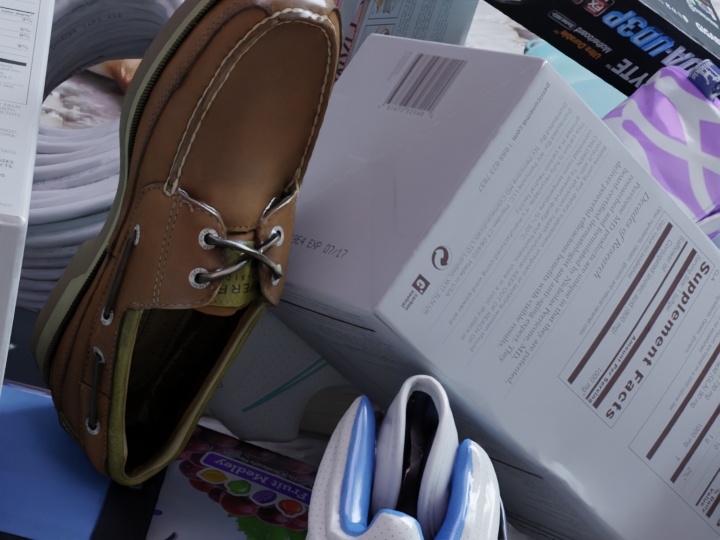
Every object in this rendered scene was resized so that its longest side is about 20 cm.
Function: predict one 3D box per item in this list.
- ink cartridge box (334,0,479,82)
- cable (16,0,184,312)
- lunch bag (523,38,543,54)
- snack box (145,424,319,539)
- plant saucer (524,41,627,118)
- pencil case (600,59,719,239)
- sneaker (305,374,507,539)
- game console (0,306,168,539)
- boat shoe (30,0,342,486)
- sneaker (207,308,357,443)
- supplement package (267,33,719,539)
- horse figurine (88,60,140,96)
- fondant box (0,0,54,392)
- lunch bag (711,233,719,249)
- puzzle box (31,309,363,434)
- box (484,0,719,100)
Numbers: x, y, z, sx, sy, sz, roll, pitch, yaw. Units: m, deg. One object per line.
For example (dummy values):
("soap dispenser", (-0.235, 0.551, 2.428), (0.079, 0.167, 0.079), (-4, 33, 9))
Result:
("ink cartridge box", (0.001, -0.111, 1.042), (0.045, 0.201, 0.176), (24, 15, 21))
("cable", (-0.113, -0.077, 0.937), (0.199, 0.069, 0.201), (-19, 51, 6))
("lunch bag", (0.177, -0.059, 1.183), (0.160, 0.077, 0.200), (4, 28, -16))
("snack box", (-0.122, 0.098, 0.803), (0.199, 0.053, 0.142), (18, 30, 13))
("plant saucer", (0.178, -0.077, 1.088), (0.199, 0.028, 0.200), (9, 22, -4))
("pencil case", (0.092, -0.002, 0.937), (0.200, 0.084, 0.086), (-39, 56, 0))
("sneaker", (0.026, 0.092, 0.766), (0.080, 0.147, 0.200), (15, 28, 9))
("game console", (-0.159, 0.064, 0.766), (0.176, 0.031, 0.200), (10, 29, 1))
("boat shoe", (-0.049, -0.011, 0.726), (0.072, 0.200, 0.068), (0, 43, -32))
("sneaker", (0.000, 0.000, 0.881), (0.200, 0.081, 0.070), (-33, 20, -35))
("supplement package", (0.065, 0.019, 0.805), (0.200, 0.110, 0.114), (43, -14, -33))
("horse figurine", (-0.132, -0.146, 1.251), (0.200, 0.050, 0.132), (33, 51, 22))
("fondant box", (-0.144, -0.008, 0.726), (0.058, 0.145, 0.200), (9, 29, -9))
("lunch bag", (0.213, 0.044, 0.946), (0.199, 0.128, 0.170), (10, 33, 6))
("puzzle box", (-0.091, 0.019, 0.994), (0.199, 0.026, 0.133), (10, 27, -1))
("box", (0.086, -0.166, 0.984), (0.200, 0.046, 0.159), (25, 36, -47))
